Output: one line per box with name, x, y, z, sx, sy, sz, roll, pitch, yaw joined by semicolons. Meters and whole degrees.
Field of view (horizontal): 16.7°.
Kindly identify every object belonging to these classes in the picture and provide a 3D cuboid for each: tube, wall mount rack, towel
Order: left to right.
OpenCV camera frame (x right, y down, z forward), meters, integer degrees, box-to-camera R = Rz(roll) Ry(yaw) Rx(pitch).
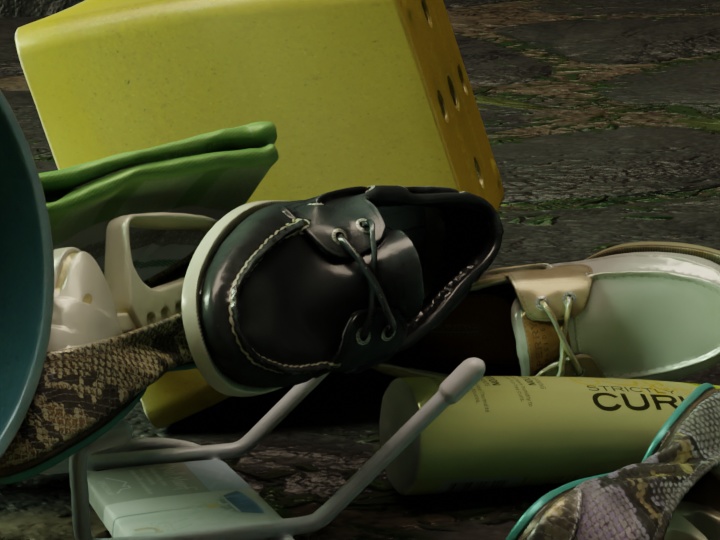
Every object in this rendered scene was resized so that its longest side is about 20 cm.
towel;-0.127;0.010;1.030;0.148;0.031;0.200;-17;-19;-34
wall mount rack;-0.049;0.068;1.025;0.172;0.075;0.200;-6;14;-18
tube;0.108;0.068;1.080;0.198;0.052;0.058;-1;55;-19

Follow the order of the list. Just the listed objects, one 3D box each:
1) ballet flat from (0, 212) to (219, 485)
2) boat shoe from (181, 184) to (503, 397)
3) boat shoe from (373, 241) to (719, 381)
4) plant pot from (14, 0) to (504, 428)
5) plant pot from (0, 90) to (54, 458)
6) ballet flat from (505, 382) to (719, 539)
ballet flat;-0.094;0.018;0.950;0.067;0.076;0.200;5;18;34
boat shoe;0.001;0.002;0.983;0.066;0.075;0.199;-11;1;29
boat shoe;0.094;0.031;1.199;0.199;0.075;0.068;-7;10;24
plant pot;-0.034;-0.062;1.219;0.175;0.201;0.200;-17;9;12
plant pot;-0.245;0.006;0.871;0.187;0.202;0.199;-11;3;42
ballet flat;0.119;0.098;0.930;0.072;0.073;0.200;6;14;28
